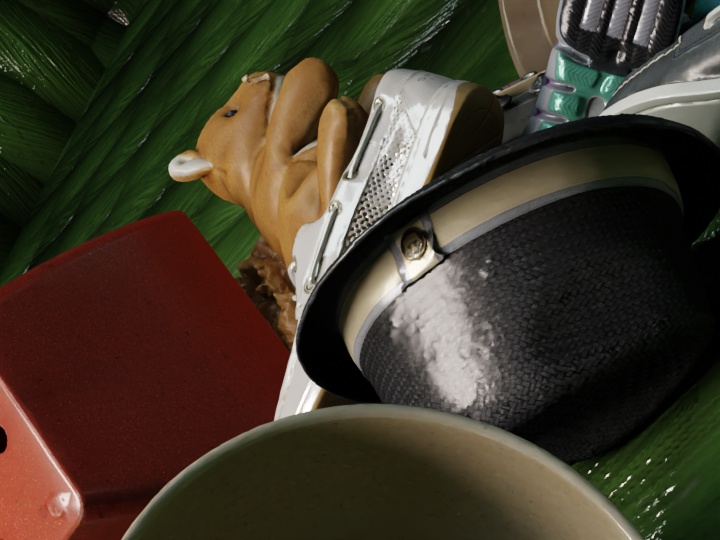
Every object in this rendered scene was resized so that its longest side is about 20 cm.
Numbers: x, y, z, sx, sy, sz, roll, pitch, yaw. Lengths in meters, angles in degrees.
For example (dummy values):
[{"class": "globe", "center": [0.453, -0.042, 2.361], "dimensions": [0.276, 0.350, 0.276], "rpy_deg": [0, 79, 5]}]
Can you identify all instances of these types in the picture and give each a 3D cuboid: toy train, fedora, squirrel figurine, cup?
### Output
[{"class": "toy train", "center": [0.083, -0.085, 0.967], "dimensions": [0.199, 0.034, 0.046], "rpy_deg": [-26, 20, 10]}, {"class": "fedora", "center": [0.076, 0.026, 0.770], "dimensions": [0.201, 0.199, 0.092], "rpy_deg": [-46, 55, 37]}, {"class": "squirrel figurine", "center": [-0.034, -0.027, 1.101], "dimensions": [0.186, 0.141, 0.202], "rpy_deg": [21, 108, 43]}, {"class": "cup", "center": [0.005, 0.168, 0.634], "dimensions": [0.144, 0.199, 0.201], "rpy_deg": [100, -171, -54]}]

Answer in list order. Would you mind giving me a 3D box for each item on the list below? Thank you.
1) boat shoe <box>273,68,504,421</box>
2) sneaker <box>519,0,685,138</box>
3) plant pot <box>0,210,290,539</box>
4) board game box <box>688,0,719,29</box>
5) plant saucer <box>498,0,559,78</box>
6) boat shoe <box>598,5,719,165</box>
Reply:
[{"class": "boat shoe", "center": [0.000, 0.000, 0.876], "dimensions": [0.069, 0.071, 0.201], "rpy_deg": [22, 85, 32]}, {"class": "sneaker", "center": [0.112, -0.065, 0.897], "dimensions": [0.088, 0.074, 0.201], "rpy_deg": [-52, -17, -70]}, {"class": "plant pot", "center": [-0.155, 0.108, 1.032], "dimensions": [0.176, 0.200, 0.200], "rpy_deg": [-7, -38, -53]}, {"class": "board game box", "center": [0.216, -0.144, 0.822], "dimensions": [0.200, 0.028, 0.136], "rpy_deg": [-40, 23, 49]}, {"class": "plant saucer", "center": [0.120, -0.192, 1.044], "dimensions": [0.200, 0.029, 0.202], "rpy_deg": [178, 90, -75]}, {"class": "boat shoe", "center": [0.172, -0.086, 0.759], "dimensions": [0.199, 0.075, 0.061], "rpy_deg": [-13, 57, 53]}]
